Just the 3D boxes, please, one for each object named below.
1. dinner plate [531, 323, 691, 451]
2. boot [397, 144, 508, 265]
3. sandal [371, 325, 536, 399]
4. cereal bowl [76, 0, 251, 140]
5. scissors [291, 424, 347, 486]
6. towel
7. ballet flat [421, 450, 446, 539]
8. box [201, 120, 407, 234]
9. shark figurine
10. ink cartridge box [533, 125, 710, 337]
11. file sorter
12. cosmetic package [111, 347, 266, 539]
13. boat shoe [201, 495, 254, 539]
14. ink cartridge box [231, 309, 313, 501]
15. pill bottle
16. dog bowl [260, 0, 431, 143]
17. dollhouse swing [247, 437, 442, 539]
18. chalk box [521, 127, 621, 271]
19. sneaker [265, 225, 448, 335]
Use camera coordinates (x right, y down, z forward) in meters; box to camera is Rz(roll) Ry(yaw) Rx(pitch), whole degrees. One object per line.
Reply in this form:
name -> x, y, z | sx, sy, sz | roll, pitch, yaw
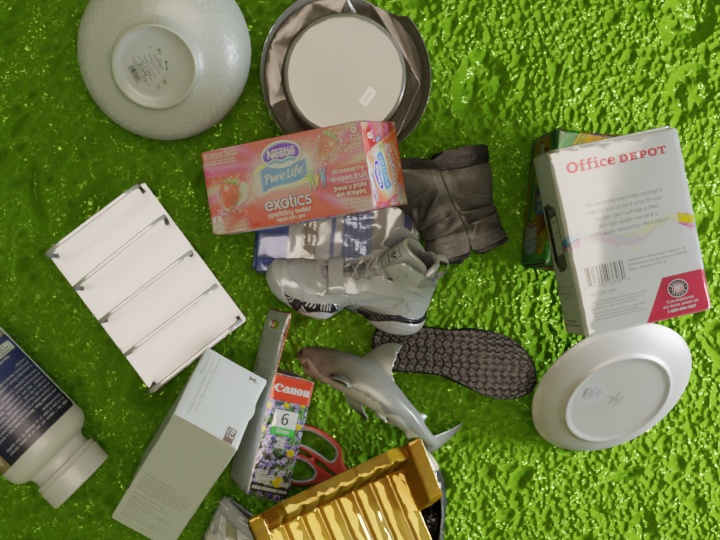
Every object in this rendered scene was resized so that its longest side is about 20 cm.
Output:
dinner plate -> 0.294, 0.143, 1.449 | 0.198, 0.024, 0.202 | -9, 129, -11
boot -> 0.067, -0.065, 1.443 | 0.198, 0.070, 0.133 | -10, 93, 0
sandal -> 0.112, 0.100, 1.484 | 0.199, 0.048, 0.076 | 14, 89, 7
cereal bowl -> -0.221, -0.236, 1.390 | 0.198, 0.083, 0.202 | 0, 114, 1
scissors -> -0.005, 0.254, 1.479 | 0.199, 0.014, 0.074 | 30, 85, -4
towel -> -0.025, -0.060, 1.477 | 0.198, 0.024, 0.148 | 5, 88, -6
ballet flat -> 0.072, 0.304, 1.453 | 0.066, 0.057, 0.202 | -3, 100, -8
box -> -0.062, -0.101, 1.375 | 0.198, 0.102, 0.096 | -9, 92, 25
shark figurine -> 0.035, 0.133, 1.434 | 0.214, 0.128, 0.090 | 35, 76, -6
ink cartridge box -> 0.281, -0.041, 1.356 | 0.146, 0.086, 0.202 | -11, 90, -6
file sorter -> -0.240, 0.018, 1.402 | 0.138, 0.125, 0.201 | -37, 93, -6
cosmetic package -> -0.187, 0.195, 1.361 | 0.081, 0.113, 0.201 | 28, 126, -6
boat shoe -> -0.082, 0.328, 1.442 | 0.200, 0.074, 0.065 | 24, 92, 1
ink cartridge box -> -0.094, 0.149, 1.413 | 0.050, 0.109, 0.202 | 14, 87, -16
pill bottle -> -0.378, 0.164, 1.391 | 0.111, 0.111, 0.200 | -44, 94, -5
dog bowl -> -0.019, -0.224, 1.462 | 0.198, 0.059, 0.202 | 0, 90, -6
dollhouse swing -> 0.003, 0.309, 1.343 | 0.199, 0.182, 0.177 | -23, 78, -10
chalk box -> 0.261, -0.053, 1.458 | 0.122, 0.124, 0.202 | 6, 87, -6
sneaker -> 0.000, 0.000, 1.409 | 0.198, 0.076, 0.115 | 15, 131, -18
